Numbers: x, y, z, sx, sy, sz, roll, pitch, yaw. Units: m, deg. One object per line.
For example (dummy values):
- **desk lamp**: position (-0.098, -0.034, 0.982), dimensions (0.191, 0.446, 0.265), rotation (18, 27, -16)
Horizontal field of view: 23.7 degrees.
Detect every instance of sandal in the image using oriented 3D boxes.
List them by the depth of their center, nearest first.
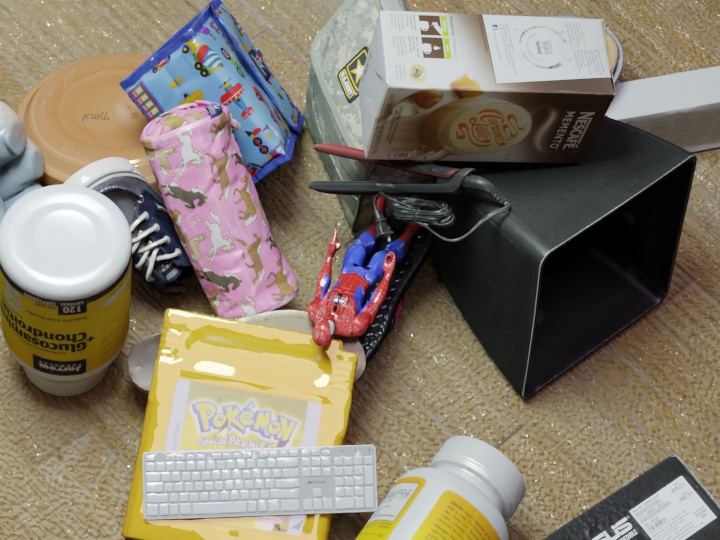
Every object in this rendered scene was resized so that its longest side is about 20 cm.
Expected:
- **sandal**: position (-0.102, 0.081, 1.544), dimensions (0.210, 0.070, 0.078), rotation (-3, 80, -4)
- **sandal**: position (0.007, 0.034, 1.602), dimensions (0.075, 0.045, 0.200), rotation (27, 65, 19)

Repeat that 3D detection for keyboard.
- **keyboard**: position (-0.085, 0.179, 1.456), dimensions (0.198, 0.011, 0.057), rotation (-1, 78, -5)

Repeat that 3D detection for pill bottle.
- **pill bottle**: position (0.055, 0.238, 1.440), dimensions (0.112, 0.113, 0.200), rotation (31, 57, 12)
- **pill bottle**: position (-0.253, 0.025, 1.475), dimensions (0.111, 0.201, 0.113), rotation (4, 56, -6)

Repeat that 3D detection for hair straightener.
- **hair straightener**: position (0.040, -0.062, 1.527), dimensions (0.199, 0.041, 0.078), rotation (12, 93, 27)

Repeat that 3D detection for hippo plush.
- **hippo plush**: position (-0.386, -0.056, 1.568), dimensions (0.159, 0.159, 0.202), rotation (4, 99, 15)

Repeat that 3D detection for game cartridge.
- **game cartridge**: position (-0.102, 0.146, 1.480), dimensions (0.175, 0.032, 0.202), rotation (10, 80, -3)

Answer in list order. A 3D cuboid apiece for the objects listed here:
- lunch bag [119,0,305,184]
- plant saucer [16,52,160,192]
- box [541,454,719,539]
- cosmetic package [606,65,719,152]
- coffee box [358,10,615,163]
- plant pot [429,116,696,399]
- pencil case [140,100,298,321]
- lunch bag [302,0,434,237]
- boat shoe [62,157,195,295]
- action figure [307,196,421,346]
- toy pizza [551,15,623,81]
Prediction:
- **lunch bag**: position (-0.125, -0.172, 1.647), dimensions (0.151, 0.094, 0.200), rotation (52, 22, -12)
- **plant saucer**: position (-0.236, -0.147, 1.669), dimensions (0.198, 0.032, 0.201), rotation (0, 46, 0)
- **box**: position (0.193, 0.264, 1.414), dimensions (0.199, 0.164, 0.086), rotation (-29, 65, -24)
- **cosmetic package**: position (0.320, -0.161, 1.763), dimensions (0.198, 0.083, 0.051), rotation (-11, 59, -16)
- **coffee box**: position (0.106, -0.156, 1.478), dimensions (0.198, 0.115, 0.080), rotation (0, 62, -10)
- **plant pot**: position (0.172, -0.042, 1.605), dimensions (0.199, 0.200, 0.177), rotation (-31, 56, -25)
- **pencil case**: position (-0.124, -0.051, 1.541), dimensions (0.086, 0.201, 0.083), rotation (-17, 17, 9)
- **lunch bag**: position (0.022, -0.157, 1.641), dimensions (0.117, 0.201, 0.165), rotation (-13, 61, -18)
- **boat shoe**: position (-0.196, -0.035, 1.537), dimensions (0.075, 0.200, 0.093), rotation (-40, 74, 7)
- **action figure**: position (0.000, 0.000, 1.535), dimensions (0.065, 0.052, 0.201), rotation (17, 45, 13)
- **toy pizza**: position (0.167, -0.204, 1.743), dimensions (0.199, 0.032, 0.201), rotation (-14, 40, 12)
